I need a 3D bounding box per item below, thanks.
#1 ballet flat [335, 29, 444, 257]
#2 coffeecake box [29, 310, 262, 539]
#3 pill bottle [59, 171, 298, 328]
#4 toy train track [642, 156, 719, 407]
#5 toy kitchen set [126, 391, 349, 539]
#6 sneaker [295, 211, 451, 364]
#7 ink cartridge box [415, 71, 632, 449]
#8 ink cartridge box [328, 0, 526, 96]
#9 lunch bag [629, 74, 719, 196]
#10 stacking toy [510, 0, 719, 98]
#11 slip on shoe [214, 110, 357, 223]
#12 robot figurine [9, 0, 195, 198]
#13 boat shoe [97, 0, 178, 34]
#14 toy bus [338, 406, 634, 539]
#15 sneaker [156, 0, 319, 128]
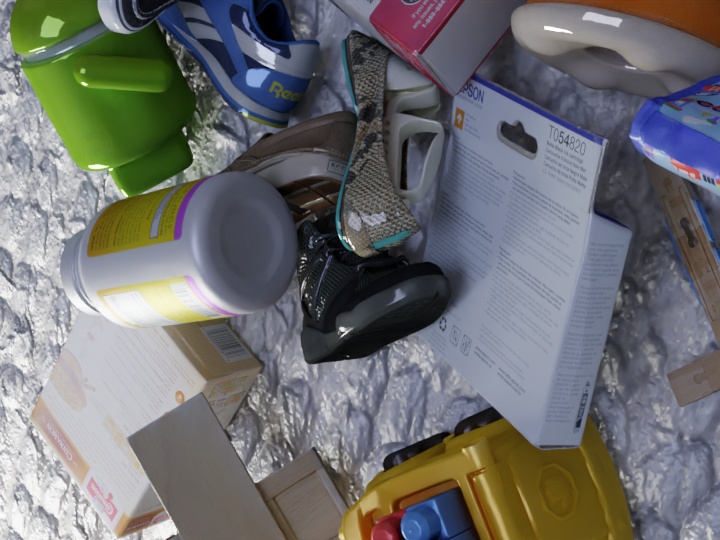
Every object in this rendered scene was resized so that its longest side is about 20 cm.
[{"bbox_3d":[0.025,-0.098,0.947,0.075,0.068,0.202,-14,51,20],"label":"ballet flat"},{"bbox_3d":[-0.195,0.109,1.181,0.154,0.073,0.201,47,122,24],"label":"coffeecake box"},{"bbox_3d":[-0.148,-0.011,1.029,0.199,0.104,0.106,-8,92,44],"label":"pill bottle"},{"bbox_3d":[0.233,0.014,0.847,0.114,0.032,0.202,-35,69,45],"label":"toy train track"},{"bbox_3d":[-0.123,0.199,1.129,0.199,0.180,0.164,-31,85,-3],"label":"toy kitchen set"},{"bbox_3d":[0.000,0.000,0.975,0.199,0.075,0.116,150,111,-68],"label":"sneaker"},{"bbox_3d":[0.105,-0.016,0.886,0.200,0.040,0.202,-136,52,-59],"label":"ink cartridge box"},{"bbox_3d":[0.028,-0.240,0.909,0.200,0.084,0.145,42,95,27],"label":"ink cartridge box"},{"bbox_3d":[0.243,-0.049,0.716,0.150,0.199,0.095,33,116,30],"label":"lunch bag"},{"bbox_3d":[0.185,-0.212,0.809,0.145,0.146,0.202,17,90,36],"label":"stacking toy"},{"bbox_3d":[-0.070,-0.076,1.051,0.199,0.076,0.061,-16,61,51],"label":"slip on shoe"},{"bbox_3d":[-0.211,-0.164,1.095,0.201,0.115,0.176,64,175,-23],"label":"robot figurine"},{"bbox_3d":[-0.121,-0.255,1.013,0.067,0.201,0.072,21,152,30],"label":"boat shoe"},{"bbox_3d":[0.056,0.183,0.913,0.199,0.191,0.137,-29,80,39],"label":"toy bus"},{"bbox_3d":[-0.104,-0.205,1.064,0.200,0.074,0.082,48,117,18],"label":"sneaker"}]
